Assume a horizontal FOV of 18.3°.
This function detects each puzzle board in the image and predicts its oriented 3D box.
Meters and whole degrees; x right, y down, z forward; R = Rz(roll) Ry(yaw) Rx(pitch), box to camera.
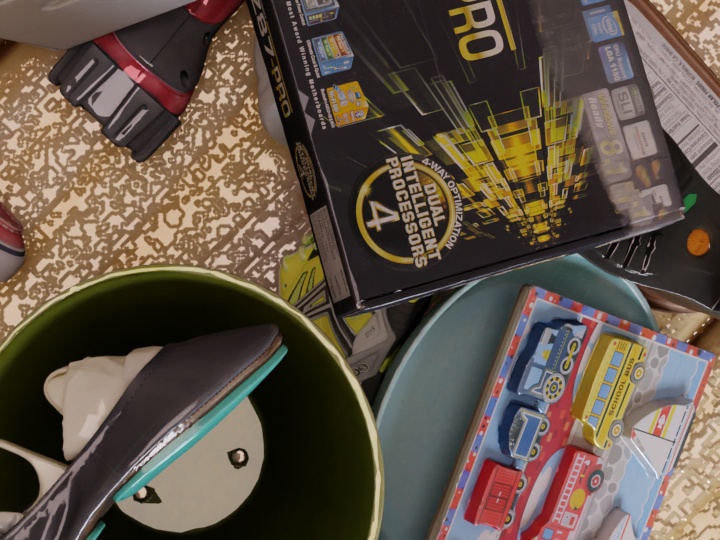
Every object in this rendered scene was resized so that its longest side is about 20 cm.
[{"bbox_3d":[0.098,0.119,1.104,0.150,0.017,0.201,19,93,-42],"label":"puzzle board"}]

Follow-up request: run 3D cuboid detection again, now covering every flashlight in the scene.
[{"bbox_3d":[-0.067,-0.148,1.116,0.200,0.068,0.068,-48,58,3],"label":"flashlight"}]

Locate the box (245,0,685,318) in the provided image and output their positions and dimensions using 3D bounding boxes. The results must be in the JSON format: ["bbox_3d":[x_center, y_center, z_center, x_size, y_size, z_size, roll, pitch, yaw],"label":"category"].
[{"bbox_3d":[0.040,-0.095,0.997,0.160,0.049,0.201,-14,86,-16],"label":"box"}]

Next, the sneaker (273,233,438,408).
[{"bbox_3d":[0.000,0.000,1.082,0.076,0.075,0.201,31,123,10],"label":"sneaker"}]

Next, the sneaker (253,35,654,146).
[{"bbox_3d":[0.046,-0.107,1.092,0.199,0.075,0.089,3,55,-16],"label":"sneaker"}]

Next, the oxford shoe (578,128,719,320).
[{"bbox_3d":[0.134,-0.025,1.080,0.200,0.084,0.073,34,83,-19],"label":"oxford shoe"}]

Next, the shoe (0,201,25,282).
[{"bbox_3d":[-0.226,-0.089,1.109,0.200,0.071,0.091,40,94,2],"label":"shoe"}]

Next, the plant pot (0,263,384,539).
[{"bbox_3d":[-0.086,0.092,1.052,0.186,0.200,0.188,0,89,-2],"label":"plant pot"}]

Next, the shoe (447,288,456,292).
[{"bbox_3d":[0.020,-0.055,1.137,0.200,0.053,0.070,48,67,-6],"label":"shoe"}]

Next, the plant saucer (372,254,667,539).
[{"bbox_3d":[0.069,0.082,1.102,0.199,0.036,0.201,-15,114,-36],"label":"plant saucer"}]

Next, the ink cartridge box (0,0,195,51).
[{"bbox_3d":[-0.129,-0.220,1.057,0.145,0.083,0.201,-14,76,36],"label":"ink cartridge box"}]

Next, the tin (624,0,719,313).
[{"bbox_3d":[0.137,-0.066,1.146,0.112,0.042,0.200,-43,92,2],"label":"tin"}]

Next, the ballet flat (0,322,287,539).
[{"bbox_3d":[-0.118,0.082,0.918,0.073,0.073,0.200,42,90,-2],"label":"ballet flat"}]
